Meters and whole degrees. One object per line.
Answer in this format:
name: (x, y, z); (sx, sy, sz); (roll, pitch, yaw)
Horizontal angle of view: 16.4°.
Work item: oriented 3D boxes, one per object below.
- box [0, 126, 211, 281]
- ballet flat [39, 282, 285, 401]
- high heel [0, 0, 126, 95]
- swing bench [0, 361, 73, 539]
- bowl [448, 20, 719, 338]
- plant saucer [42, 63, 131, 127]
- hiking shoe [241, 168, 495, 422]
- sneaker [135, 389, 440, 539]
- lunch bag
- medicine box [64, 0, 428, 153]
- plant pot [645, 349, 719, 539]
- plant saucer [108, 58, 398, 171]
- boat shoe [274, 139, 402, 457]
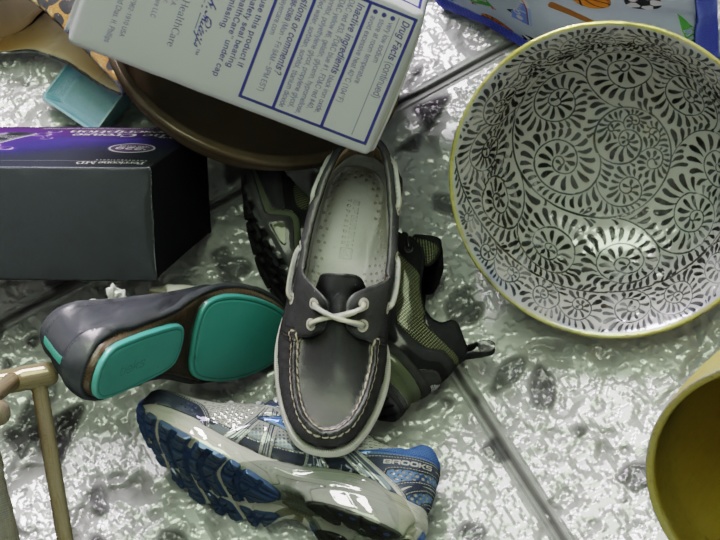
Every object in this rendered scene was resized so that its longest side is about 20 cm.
box: (-0.210, -0.045, 1.603); (0.199, 0.141, 0.079); (1, 106, 11)
ballet flat: (-0.123, 0.035, 1.536); (0.073, 0.200, 0.073); (5, 99, 35)
high heel: (-0.228, -0.153, 1.693); (0.199, 0.071, 0.143); (-18, 47, 15)
swing bench: (-0.271, 0.172, 1.459); (0.199, 0.130, 0.200); (-7, 97, 9)
bowl: (0.159, -0.066, 1.561); (0.200, 0.201, 0.094); (2, 17, 7)
plant saucer: (-0.137, -0.182, 1.710); (0.070, 0.019, 0.200); (32, 83, 44)
hiking shoe: (0.000, 0.000, 1.594); (0.101, 0.076, 0.200); (-28, 69, -16)
sneaker: (-0.042, 0.112, 1.539); (0.200, 0.077, 0.085); (22, 57, 13)
lunch bag: (0.148, -0.219, 1.625); (0.200, 0.170, 0.124); (32, 69, 26)
medicine box: (-0.059, -0.182, 1.544); (0.200, 0.103, 0.182); (21, 27, -4)
plant pot: (0.281, 0.093, 1.432); (0.200, 0.200, 0.142); (17, 41, 19)
plant saucer: (-0.072, -0.137, 1.625); (0.199, 0.030, 0.200); (11, 48, -12)
boat shoe: (-0.010, 0.012, 1.513); (0.074, 0.060, 0.201); (11, 67, 4)
